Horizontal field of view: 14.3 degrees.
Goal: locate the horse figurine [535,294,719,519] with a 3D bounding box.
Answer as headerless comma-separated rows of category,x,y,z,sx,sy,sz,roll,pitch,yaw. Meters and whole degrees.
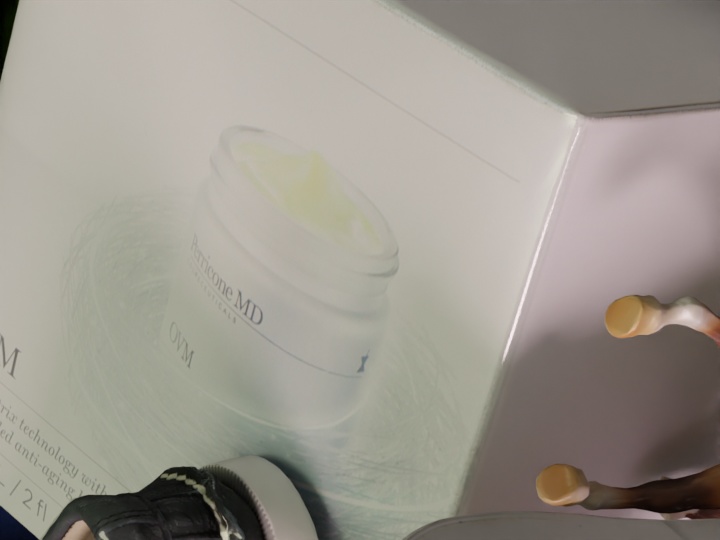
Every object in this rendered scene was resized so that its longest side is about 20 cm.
horse figurine,0.126,0.006,0.662,0.200,0.132,0.050,-45,53,25

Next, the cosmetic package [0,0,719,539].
cosmetic package,0.000,0.000,0.775,0.199,0.123,0.200,34,118,37

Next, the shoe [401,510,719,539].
shoe,0.085,0.105,0.675,0.091,0.200,0.072,118,152,-52

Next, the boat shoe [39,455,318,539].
boat shoe,-0.078,0.125,0.743,0.076,0.060,0.200,50,130,37

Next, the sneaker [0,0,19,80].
sneaker,-0.081,-0.127,0.861,0.079,0.089,0.200,35,119,35
